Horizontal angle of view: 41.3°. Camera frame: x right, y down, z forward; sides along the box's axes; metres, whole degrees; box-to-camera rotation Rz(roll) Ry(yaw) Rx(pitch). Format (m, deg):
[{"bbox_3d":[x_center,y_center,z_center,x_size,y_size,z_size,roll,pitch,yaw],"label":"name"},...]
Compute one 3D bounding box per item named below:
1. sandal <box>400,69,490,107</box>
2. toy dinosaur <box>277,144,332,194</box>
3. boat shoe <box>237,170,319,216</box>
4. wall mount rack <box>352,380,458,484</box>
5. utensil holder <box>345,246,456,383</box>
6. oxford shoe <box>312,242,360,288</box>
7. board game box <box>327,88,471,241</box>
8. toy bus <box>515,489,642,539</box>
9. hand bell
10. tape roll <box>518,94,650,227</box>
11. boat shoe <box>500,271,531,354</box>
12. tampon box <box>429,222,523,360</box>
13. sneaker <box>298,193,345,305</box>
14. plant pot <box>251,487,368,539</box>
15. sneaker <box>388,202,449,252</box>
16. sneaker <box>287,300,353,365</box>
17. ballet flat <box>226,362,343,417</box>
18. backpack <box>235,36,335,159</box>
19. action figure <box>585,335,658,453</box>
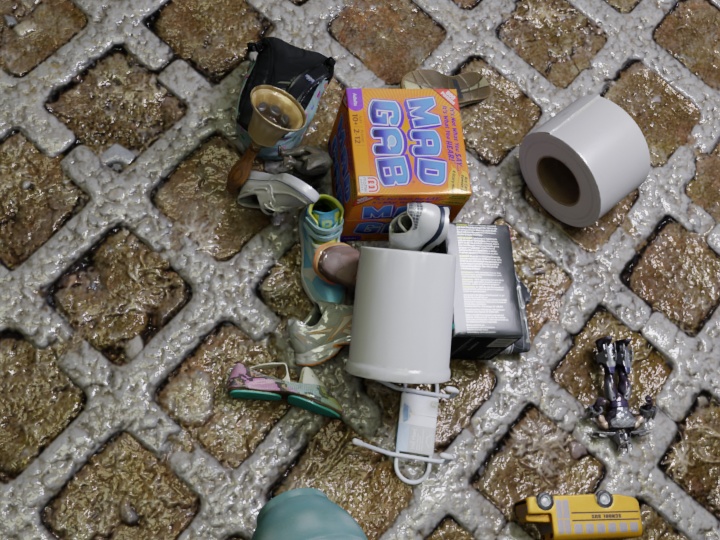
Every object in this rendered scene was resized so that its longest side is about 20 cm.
[{"bbox_3d":[0.161,-0.342,1.842,0.198,0.054,0.081,-9,77,-30],"label":"sandal"},{"bbox_3d":[-0.089,-0.187,1.647,0.101,0.200,0.078,-1,79,-12],"label":"toy dinosaur"},{"bbox_3d":[-0.143,-0.124,1.638,0.073,0.199,0.066,37,76,-32],"label":"boat shoe"},{"bbox_3d":[0.073,0.246,1.592,0.172,0.075,0.202,10,68,-6],"label":"wall mount rack"},{"bbox_3d":[0.068,0.068,1.525,0.168,0.170,0.202,5,92,-9],"label":"utensil holder"},{"bbox_3d":[0.000,0.000,1.608,0.199,0.073,0.072,16,90,-49],"label":"oxford shoe"},{"bbox_3d":[0.061,-0.182,1.679,0.198,0.200,0.202,-2,70,-12],"label":"board game box"},{"bbox_3d":[0.363,0.411,1.597,0.198,0.065,0.079,1,72,-12],"label":"toy bus"},{"bbox_3d":[-0.181,-0.207,1.632,0.103,0.200,0.105,21,41,-20],"label":"hand bell"},{"bbox_3d":[0.409,-0.200,1.756,0.139,0.203,0.203,-36,81,-20],"label":"tape roll"},{"bbox_3d":[0.271,0.049,1.706,0.067,0.072,0.202,-1,73,-10],"label":"boat shoe"},{"bbox_3d":[0.185,0.038,1.646,0.125,0.150,0.202,3,70,-15],"label":"tampon box"},{"bbox_3d":[-0.062,-0.036,1.638,0.079,0.131,0.202,-9,73,-15],"label":"sneaker"},{"bbox_3d":[-0.086,0.418,1.449,0.198,0.201,0.135,-11,45,-15],"label":"plant pot"},{"bbox_3d":[0.078,-0.055,1.636,0.080,0.200,0.077,9,55,-21],"label":"sneaker"},{"bbox_3d":[-0.032,0.082,1.615,0.199,0.076,0.093,-27,104,-20],"label":"sneaker"},{"bbox_3d":[-0.120,0.190,1.580,0.198,0.069,0.072,12,67,-3],"label":"ballet flat"},{"bbox_3d":[-0.145,-0.302,1.721,0.165,0.127,0.201,17,69,9],"label":"backpack"},{"bbox_3d":[0.454,0.220,1.684,0.129,0.069,0.202,3,74,-20],"label":"action figure"}]
